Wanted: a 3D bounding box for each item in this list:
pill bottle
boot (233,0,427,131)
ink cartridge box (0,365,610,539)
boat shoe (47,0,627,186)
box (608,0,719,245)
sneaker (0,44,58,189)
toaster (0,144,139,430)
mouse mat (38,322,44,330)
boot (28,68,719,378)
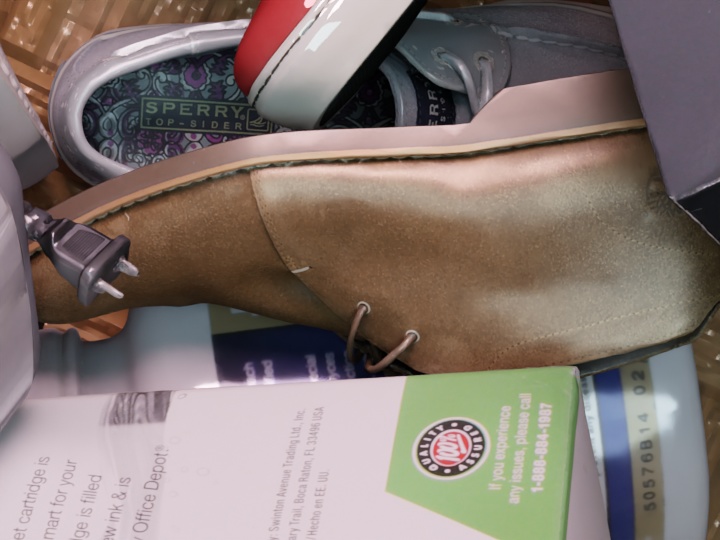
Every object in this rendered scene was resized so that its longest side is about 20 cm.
[{"bbox_3d":[-0.007,0.047,0.795,0.199,0.111,0.112,-8,100,-3],"label":"pill bottle"},{"bbox_3d":[-0.023,-0.142,0.753,0.144,0.072,0.200,32,59,-7],"label":"boot"},{"bbox_3d":[-0.043,0.103,0.673,0.199,0.146,0.085,-4,127,12],"label":"ink cartridge box"},{"bbox_3d":[0.009,-0.042,0.802,0.200,0.072,0.070,-1,99,-5],"label":"boat shoe"},{"bbox_3d":[0.103,-0.096,0.674,0.079,0.141,0.201,-23,65,20],"label":"box"},{"bbox_3d":[-0.143,-0.043,0.725,0.104,0.200,0.076,-25,81,-5],"label":"sneaker"},{"bbox_3d":[-0.167,0.020,0.650,0.199,0.129,0.114,17,139,15],"label":"toaster"},{"bbox_3d":[-0.188,0.078,0.839,0.160,0.008,0.201,9,97,-6],"label":"mouse mat"},{"bbox_3d":[0.000,0.000,0.722,0.199,0.074,0.076,-10,85,8],"label":"boot"}]
